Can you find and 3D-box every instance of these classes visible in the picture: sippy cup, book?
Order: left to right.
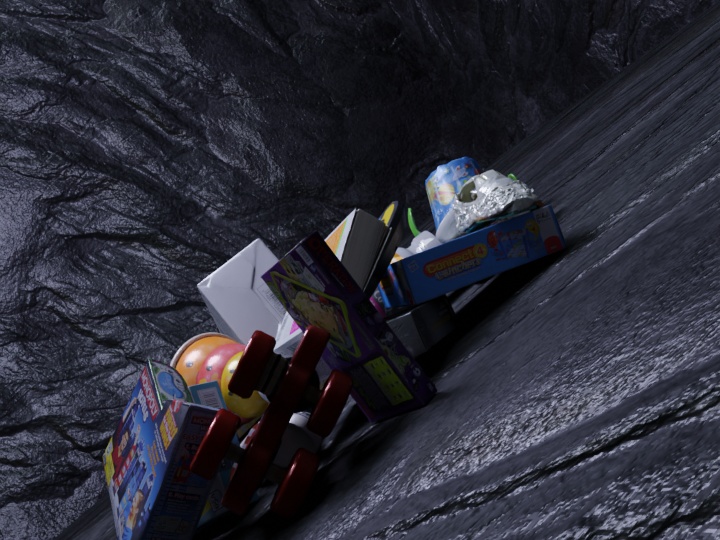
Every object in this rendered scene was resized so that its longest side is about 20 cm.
[{"bbox_3d":[-0.044,0.023,1.086,0.200,0.048,0.135,-35,31,62],"label":"book"},{"bbox_3d":[0.173,-0.111,1.518,0.177,0.131,0.140,-4,-26,-41],"label":"sippy cup"}]

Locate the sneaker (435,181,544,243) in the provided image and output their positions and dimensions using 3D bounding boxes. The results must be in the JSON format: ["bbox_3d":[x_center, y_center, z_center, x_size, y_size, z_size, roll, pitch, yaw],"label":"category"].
[{"bbox_3d":[0.196,-0.071,1.290,0.199,0.085,0.073,-23,-36,-36],"label":"sneaker"}]

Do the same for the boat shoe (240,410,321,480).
[{"bbox_3d":[-0.086,0.189,1.103,0.093,0.075,0.200,-49,8,-36],"label":"boat shoe"}]

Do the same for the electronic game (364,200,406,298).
[{"bbox_3d":[0.000,0.000,1.158,0.201,0.041,0.200,-59,6,11],"label":"electronic game"}]

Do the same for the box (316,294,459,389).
[{"bbox_3d":[0.005,0.094,1.080,0.198,0.049,0.158,-24,-1,20],"label":"box"}]

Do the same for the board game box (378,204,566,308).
[{"bbox_3d":[0.129,-0.013,1.146,0.198,0.056,0.196,-20,-1,-10],"label":"board game box"}]

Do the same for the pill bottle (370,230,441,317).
[{"bbox_3d":[0.050,0.038,1.367,0.200,0.117,0.116,-39,3,-8],"label":"pill bottle"}]

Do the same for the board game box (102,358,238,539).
[{"bbox_3d":[-0.212,0.201,1.012,0.201,0.061,0.200,-60,34,19],"label":"board game box"}]

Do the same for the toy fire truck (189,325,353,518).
[{"bbox_3d":[-0.090,0.152,0.928,0.202,0.111,0.168,-65,4,-11],"label":"toy fire truck"}]

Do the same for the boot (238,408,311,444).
[{"bbox_3d":[-0.172,0.257,1.258,0.164,0.066,0.200,-26,14,41],"label":"boot"}]

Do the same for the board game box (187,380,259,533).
[{"bbox_3d":[-0.221,0.248,1.129,0.047,0.152,0.200,-5,-24,-46],"label":"board game box"}]

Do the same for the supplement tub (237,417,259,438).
[{"bbox_3d":[-0.193,0.205,1.554,0.200,0.146,0.145,-39,3,-21],"label":"supplement tub"}]

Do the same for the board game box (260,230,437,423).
[{"bbox_3d":[-0.016,0.063,0.936,0.032,0.201,0.120,-39,3,-36],"label":"board game box"}]

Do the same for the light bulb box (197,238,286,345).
[{"bbox_3d":[-0.134,0.095,1.414,0.124,0.198,0.200,-37,-21,-14],"label":"light bulb box"}]

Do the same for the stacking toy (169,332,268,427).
[{"bbox_3d":[-0.153,0.148,1.207,0.199,0.147,0.146,-14,21,48],"label":"stacking toy"}]

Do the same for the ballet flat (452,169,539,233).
[{"bbox_3d":[0.154,-0.088,1.121,0.072,0.072,0.200,-39,4,-13],"label":"ballet flat"}]
